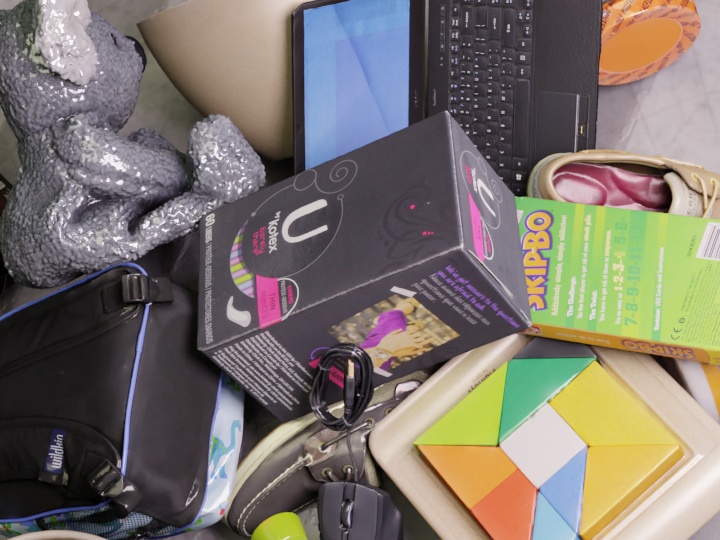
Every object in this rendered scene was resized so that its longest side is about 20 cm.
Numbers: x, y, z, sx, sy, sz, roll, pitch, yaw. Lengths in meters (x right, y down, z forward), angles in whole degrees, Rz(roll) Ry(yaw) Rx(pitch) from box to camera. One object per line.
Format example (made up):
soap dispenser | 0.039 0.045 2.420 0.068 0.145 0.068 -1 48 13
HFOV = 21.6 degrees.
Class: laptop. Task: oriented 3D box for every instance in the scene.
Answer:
laptop | 0.062 -0.108 1.337 0.199 0.178 0.103 7 25 15

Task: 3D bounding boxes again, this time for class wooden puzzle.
wooden puzzle | 0.126 0.120 1.241 0.185 0.037 0.200 -41 60 -2

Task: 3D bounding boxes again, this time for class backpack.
backpack | -0.182 0.109 1.316 0.199 0.147 0.184 -16 59 37

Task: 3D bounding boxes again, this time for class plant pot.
plant pot | -0.049 -0.160 1.405 0.200 0.200 0.135 -22 99 3

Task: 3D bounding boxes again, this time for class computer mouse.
computer mouse | -0.007 0.137 1.262 0.058 0.201 0.034 8 32 23

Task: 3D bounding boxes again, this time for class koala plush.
koala plush | -0.201 -0.107 1.348 0.183 0.177 0.201 -28 103 -25

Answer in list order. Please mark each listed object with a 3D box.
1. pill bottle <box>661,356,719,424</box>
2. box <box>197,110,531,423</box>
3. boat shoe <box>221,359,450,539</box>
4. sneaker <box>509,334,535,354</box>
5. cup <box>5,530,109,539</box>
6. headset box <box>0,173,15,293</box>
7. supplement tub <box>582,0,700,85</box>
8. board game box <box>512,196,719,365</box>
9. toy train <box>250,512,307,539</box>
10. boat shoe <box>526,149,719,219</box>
pill bottle | 0.299 0.019 1.275 0.199 0.112 0.112 -25 65 2
box | 0.000 0.000 1.268 0.199 0.106 0.123 -22 48 20
boat shoe | -0.008 0.125 1.322 0.201 0.072 0.066 -37 60 -9
sneaker | 0.175 0.063 1.309 0.201 0.067 0.108 28 79 24
cup | -0.189 0.288 1.255 0.199 0.143 0.201 -4 67 10
headset box | -0.358 -0.014 1.406 0.149 0.075 0.200 44 60 12
supplement tub | 0.173 -0.246 1.409 0.122 0.123 0.201 -20 66 4
board game box | 0.166 0.004 1.252 0.199 0.030 0.096 10 64 30
toy train | -0.034 0.207 1.258 0.200 0.084 0.116 -49 48 22
boat shoe | 0.216 -0.041 1.323 0.199 0.066 0.074 8 86 0
